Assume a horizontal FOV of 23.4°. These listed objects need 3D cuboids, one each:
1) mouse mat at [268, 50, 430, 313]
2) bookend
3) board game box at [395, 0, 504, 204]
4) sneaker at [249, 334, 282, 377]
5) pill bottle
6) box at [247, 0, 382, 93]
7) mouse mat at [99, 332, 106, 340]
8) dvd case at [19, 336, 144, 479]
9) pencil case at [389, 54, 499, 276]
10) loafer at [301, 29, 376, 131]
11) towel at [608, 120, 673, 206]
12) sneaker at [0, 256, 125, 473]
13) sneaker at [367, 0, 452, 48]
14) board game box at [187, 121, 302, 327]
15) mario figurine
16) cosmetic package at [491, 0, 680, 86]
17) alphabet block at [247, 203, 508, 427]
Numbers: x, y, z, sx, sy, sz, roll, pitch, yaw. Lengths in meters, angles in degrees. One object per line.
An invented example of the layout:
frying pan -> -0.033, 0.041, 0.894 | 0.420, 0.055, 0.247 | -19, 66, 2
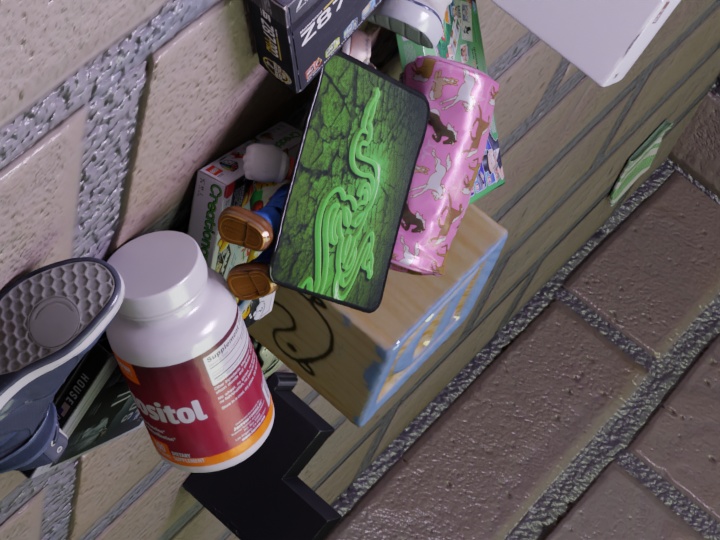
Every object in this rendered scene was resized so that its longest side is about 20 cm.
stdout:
mouse mat -> -0.006, -0.072, 1.466 | 0.161, 0.008, 0.200 | 19, 86, -53
bookend -> -0.091, 0.272, 2.288 | 0.200, 0.199, 0.092 | -52, 166, 6
board game box -> 0.088, -0.165, 1.675 | 0.135, 0.029, 0.200 | -30, 114, -58
sneaker -> -0.092, 0.058, 1.911 | 0.200, 0.076, 0.088 | -56, 167, 26
pill bottle -> -0.150, 0.068, 1.477 | 0.113, 0.113, 0.200 | -44, 136, -29
box -> -0.005, -0.248, 1.333 | 0.200, 0.049, 0.161 | -48, 167, -12
mouse mat -> -0.201, 0.049, 1.603 | 0.161, 0.008, 0.200 | -41, 164, -38
dvd case -> -0.221, 0.107, 1.594 | 0.150, 0.025, 0.200 | -55, 166, 21
pencil case -> 0.059, -0.092, 1.574 | 0.083, 0.086, 0.200 | 14, 93, -42
loafer -> -0.010, -0.148, 1.544 | 0.200, 0.063, 0.072 | 115, -18, -59
towel -> 0.610, -0.234, 3.796 | 0.153, 0.023, 0.200 | -44, 167, -24
sneaker -> -0.246, 0.078, 1.344 | 0.202, 0.077, 0.146 | -40, 157, 1
sneaker -> 0.044, -0.236, 1.491 | 0.200, 0.073, 0.071 | -99, -146, -81
board game box -> -0.111, -0.023, 1.562 | 0.126, 0.035, 0.200 | -37, 149, -48
mario figurine -> -0.060, -0.050, 1.500 | 0.200, 0.106, 0.124 | -38, 164, -50
cosmetic package -> 0.184, -0.269, 1.597 | 0.102, 0.200, 0.074 | -54, 168, 24
alphabet block -> 0.000, 0.000, 1.765 | 0.196, 0.200, 0.195 | -44, 166, -29
